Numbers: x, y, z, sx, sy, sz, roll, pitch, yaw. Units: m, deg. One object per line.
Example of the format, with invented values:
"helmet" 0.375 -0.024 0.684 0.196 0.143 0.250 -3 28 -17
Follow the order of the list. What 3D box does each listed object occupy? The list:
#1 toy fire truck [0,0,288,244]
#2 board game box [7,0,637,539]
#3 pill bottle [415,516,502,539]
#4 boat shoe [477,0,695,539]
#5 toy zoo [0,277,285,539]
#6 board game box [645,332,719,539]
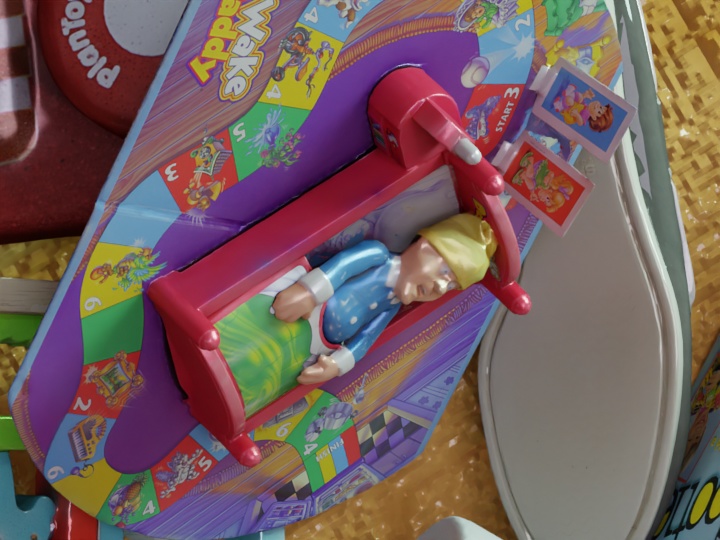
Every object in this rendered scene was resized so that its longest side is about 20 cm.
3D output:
"toy fire truck" -0.102 -0.101 0.776 0.168 0.112 0.200 -7 87 5
"board game box" 0.000 0.000 0.740 0.158 0.039 0.200 8 115 -44
"pill bottle" 0.088 0.157 0.793 0.200 0.114 0.114 31 81 -10
"boat shoe" 0.070 -0.011 0.827 0.067 0.057 0.200 -5 92 27
"toy zoo" -0.078 0.103 0.778 0.131 0.020 0.200 5 85 -39
"board game box" 0.173 0.027 0.826 0.103 0.105 0.200 30 81 -10
